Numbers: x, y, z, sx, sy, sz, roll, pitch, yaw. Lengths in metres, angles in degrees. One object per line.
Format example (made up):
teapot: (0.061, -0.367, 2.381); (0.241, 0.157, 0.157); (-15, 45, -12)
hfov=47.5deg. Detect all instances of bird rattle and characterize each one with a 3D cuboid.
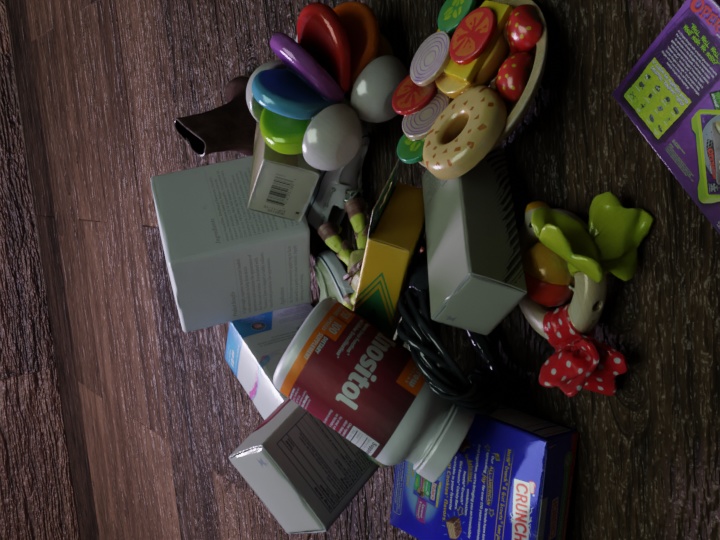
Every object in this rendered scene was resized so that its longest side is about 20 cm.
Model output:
bird rattle: (0.206, 0.017, 0.803); (0.163, 0.110, 0.204); (-130, 31, -56)

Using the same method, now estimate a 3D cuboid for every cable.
cable: (0.099, 0.076, 0.866); (0.050, 0.201, 0.164); (-26, 116, 23)

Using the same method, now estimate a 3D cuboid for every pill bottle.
pill bottle: (0.016, 0.127, 0.857); (0.198, 0.113, 0.114); (33, 133, 5)

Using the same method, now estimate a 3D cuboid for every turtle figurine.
turtle figurine: (0.000, 0.000, 1.073); (0.200, 0.064, 0.163); (-49, 59, 35)

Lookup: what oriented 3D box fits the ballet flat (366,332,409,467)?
ballet flat: (0.045, 0.134, 0.995); (0.062, 0.066, 0.204); (-38, 35, 57)

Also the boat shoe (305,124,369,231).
boat shoe: (-0.022, -0.116, 1.108); (0.067, 0.073, 0.201); (52, 149, 11)

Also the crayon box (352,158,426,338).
crayon box: (0.034, -0.007, 0.920); (0.051, 0.126, 0.203); (16, 127, 8)

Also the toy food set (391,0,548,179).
toy food set: (0.106, -0.192, 0.834); (0.202, 0.048, 0.198); (-60, 34, 8)

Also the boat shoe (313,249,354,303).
boat shoe: (-0.030, 0.069, 1.146); (0.072, 0.061, 0.203); (112, 138, -69)

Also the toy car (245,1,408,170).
toy car: (-0.050, -0.236, 0.976); (0.175, 0.200, 0.150); (42, 173, 30)

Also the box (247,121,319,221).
box: (-0.101, -0.176, 1.112); (0.096, 0.076, 0.203); (117, 159, -44)

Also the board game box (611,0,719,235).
board game box: (0.300, -0.114, 0.658); (0.202, 0.032, 0.121); (62, 146, 23)

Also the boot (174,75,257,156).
boot: (-0.207, -0.239, 1.245); (0.200, 0.164, 0.073); (47, 134, 38)

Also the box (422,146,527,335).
box: (0.112, -0.042, 0.840); (0.082, 0.067, 0.203); (126, 153, -46)

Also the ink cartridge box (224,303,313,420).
ink cartridge box: (-0.092, 0.150, 1.201); (0.200, 0.142, 0.086); (47, 135, 38)

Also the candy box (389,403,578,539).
candy box: (0.133, 0.235, 0.915); (0.198, 0.076, 0.173); (15, 103, 44)

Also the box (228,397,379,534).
box: (-0.043, 0.207, 1.018); (0.129, 0.200, 0.108); (52, 144, -6)

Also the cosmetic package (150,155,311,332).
cosmetic package: (-0.184, -0.042, 1.183); (0.166, 0.196, 0.167); (95, 159, -52)
